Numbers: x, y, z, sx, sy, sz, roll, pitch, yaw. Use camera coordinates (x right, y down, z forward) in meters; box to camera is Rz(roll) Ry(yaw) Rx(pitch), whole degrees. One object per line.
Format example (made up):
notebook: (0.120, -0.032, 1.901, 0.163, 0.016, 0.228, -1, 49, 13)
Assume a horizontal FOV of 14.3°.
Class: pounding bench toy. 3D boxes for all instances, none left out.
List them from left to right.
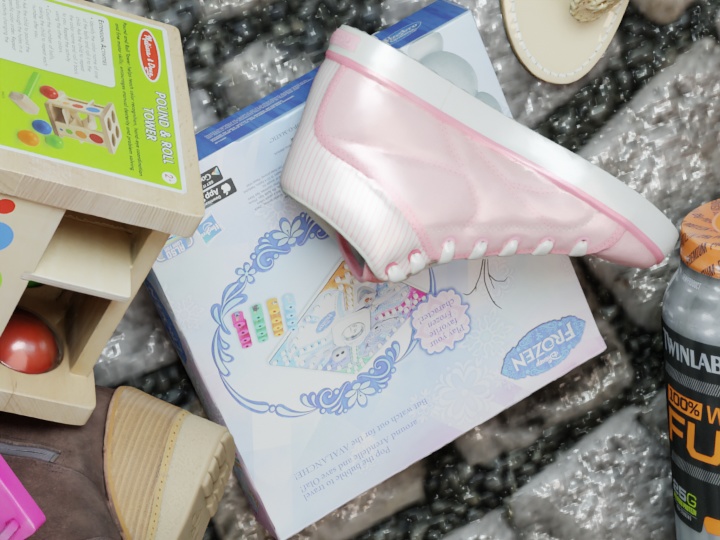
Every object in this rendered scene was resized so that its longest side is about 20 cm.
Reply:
pounding bench toy: (-0.166, -0.053, 1.301, 0.124, 0.201, 0.156, 13, 132, -23)

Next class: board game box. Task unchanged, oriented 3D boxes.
board game box: (0.000, 0.000, 1.424, 0.199, 0.043, 0.200, -29, 113, -13)

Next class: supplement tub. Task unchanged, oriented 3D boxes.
supplement tub: (0.220, 0.067, 1.494, 0.122, 0.122, 0.201, -13, 110, -19)

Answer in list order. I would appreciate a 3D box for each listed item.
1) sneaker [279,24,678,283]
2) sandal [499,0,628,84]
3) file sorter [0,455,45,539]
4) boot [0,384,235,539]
sneaker: (0.050, -0.026, 1.371, 0.199, 0.075, 0.105, 29, 87, -19)
sandal: (0.129, -0.189, 1.407, 0.077, 0.070, 0.213, 12, 101, -25)
file sorter: (-0.265, 0.118, 1.199, 0.199, 0.125, 0.139, -32, 97, 24)
boot: (-0.161, 0.127, 1.289, 0.165, 0.200, 0.073, 8, 133, 16)
